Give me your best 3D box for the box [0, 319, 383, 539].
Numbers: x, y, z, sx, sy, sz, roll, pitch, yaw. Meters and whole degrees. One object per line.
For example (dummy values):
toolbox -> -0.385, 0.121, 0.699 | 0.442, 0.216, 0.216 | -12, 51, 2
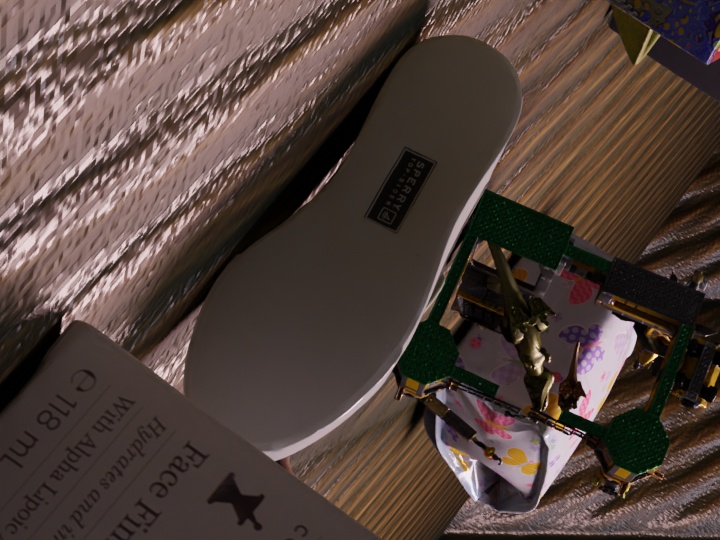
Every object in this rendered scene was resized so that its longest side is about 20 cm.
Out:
box -> -0.102, 0.161, 0.647 | 0.199, 0.130, 0.200 | -51, 170, -32

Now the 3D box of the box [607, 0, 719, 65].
box -> 0.118, -0.184, 0.614 | 0.201, 0.122, 0.193 | -59, 170, 20

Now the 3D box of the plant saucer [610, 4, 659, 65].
plant saucer -> 0.190, -0.229, 1.086 | 0.200, 0.048, 0.200 | -53, 170, -20

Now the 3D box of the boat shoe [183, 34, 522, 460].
boat shoe -> 0.000, 0.000, 0.814 | 0.200, 0.070, 0.064 | -53, 170, -29

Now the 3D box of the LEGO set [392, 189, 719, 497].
LEGO set -> 0.112, 0.048, 1.284 | 0.116, 0.198, 0.155 | 99, 7, -75

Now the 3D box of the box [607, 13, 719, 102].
box -> 0.256, -0.219, 1.302 | 0.200, 0.104, 0.148 | -50, 170, -37

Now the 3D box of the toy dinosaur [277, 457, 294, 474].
toy dinosaur -> -0.071, 0.159, 0.994 | 0.201, 0.085, 0.135 | -62, 164, 5

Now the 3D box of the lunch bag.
lunch bag -> 0.136, 0.086, 1.717 | 0.170, 0.127, 0.200 | -55, 162, -22
